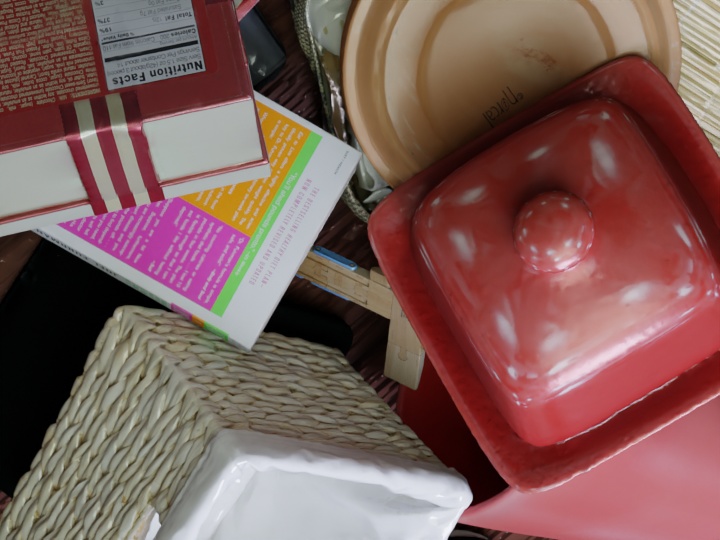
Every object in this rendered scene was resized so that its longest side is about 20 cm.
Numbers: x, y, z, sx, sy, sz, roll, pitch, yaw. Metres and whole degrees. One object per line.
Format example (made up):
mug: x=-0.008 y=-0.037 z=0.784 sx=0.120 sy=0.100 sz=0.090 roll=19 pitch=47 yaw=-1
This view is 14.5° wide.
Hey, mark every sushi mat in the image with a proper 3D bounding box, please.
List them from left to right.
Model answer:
sushi mat: x=0.251 y=-0.100 z=1.694 sx=0.200 sy=0.012 sz=0.096 roll=30 pitch=104 yaw=-21

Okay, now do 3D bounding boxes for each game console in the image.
game console: x=-0.135 y=0.069 z=1.774 sx=0.176 sy=0.116 sz=0.200 roll=17 pitch=114 yaw=-47

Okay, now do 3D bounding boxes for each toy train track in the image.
toy train track: x=0.000 y=0.000 z=1.709 sx=0.199 sy=0.033 sz=0.115 roll=25 pitch=135 yaw=20

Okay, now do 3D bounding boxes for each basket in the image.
basket: x=-0.083 y=0.149 z=1.670 sx=0.200 sy=0.161 sz=0.199 roll=12 pitch=117 yaw=-44

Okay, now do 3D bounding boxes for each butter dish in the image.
butter dish: x=0.114 y=-0.008 z=1.551 sx=0.199 sy=0.148 sz=0.200 roll=-31 pitch=74 yaw=6

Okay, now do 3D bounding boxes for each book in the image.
book: x=-0.118 y=-0.058 z=1.646 sx=0.200 sy=0.048 sz=0.134 roll=30 pitch=81 yaw=1

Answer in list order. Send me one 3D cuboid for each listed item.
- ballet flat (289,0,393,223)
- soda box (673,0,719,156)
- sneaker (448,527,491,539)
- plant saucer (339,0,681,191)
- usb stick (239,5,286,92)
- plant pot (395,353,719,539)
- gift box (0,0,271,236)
ballet flat: x=0.002 y=-0.117 z=1.682 sx=0.068 sy=0.075 sz=0.201 roll=-13 pitch=114 yaw=-5
soda box: x=0.169 y=-0.141 z=1.703 sx=0.068 sy=0.063 sz=0.200 roll=-38 pitch=113 yaw=6
sneaker: x=0.005 y=0.235 z=1.827 sx=0.199 sy=0.090 sz=0.070 roll=-20 pitch=115 yaw=0
plant saucer: x=0.088 y=-0.117 z=1.635 sx=0.199 sy=0.032 sz=0.201 roll=-2 pitch=110 yaw=-5
usb stick: x=-0.114 y=-0.184 z=1.659 sx=0.055 sy=0.033 sz=0.200 roll=-32 pitch=114 yaw=7
plant pot: x=0.147 y=0.084 z=1.738 sx=0.177 sy=0.201 sz=0.201 roll=22 pitch=109 yaw=-28
gift box: x=-0.141 y=-0.140 z=1.546 sx=0.184 sy=0.187 sz=0.201 roll=-8 pitch=77 yaw=-1
